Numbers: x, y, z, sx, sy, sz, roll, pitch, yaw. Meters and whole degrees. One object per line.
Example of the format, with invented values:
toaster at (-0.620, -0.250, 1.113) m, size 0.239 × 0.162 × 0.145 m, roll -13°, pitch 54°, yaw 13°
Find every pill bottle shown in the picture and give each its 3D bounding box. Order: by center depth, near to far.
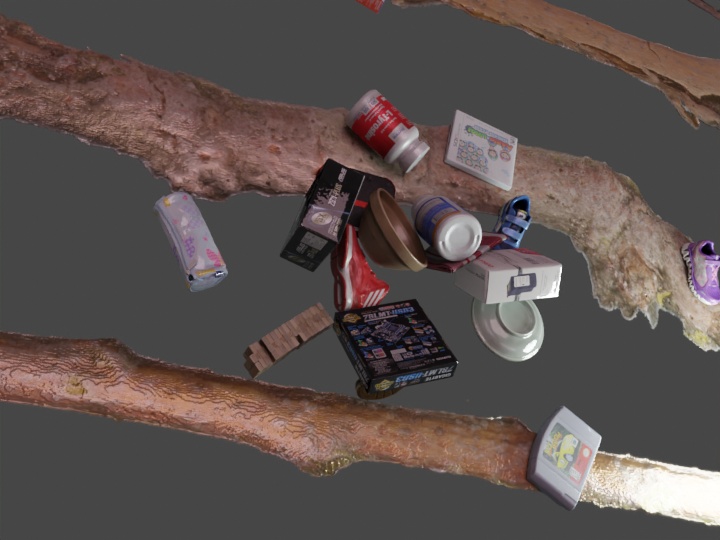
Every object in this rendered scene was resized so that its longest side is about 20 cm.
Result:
pill bottle at (0.187, -0.106, 1.469) m, size 0.112 × 0.112 × 0.200 m, roll 8°, pitch 19°, yaw -20°
pill bottle at (0.069, -0.339, 1.583) m, size 0.200 × 0.112 × 0.112 m, roll 43°, pitch 56°, yaw 2°

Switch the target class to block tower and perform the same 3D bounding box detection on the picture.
block tower at (-0.143, 0.135, 1.284) m, size 0.200 × 0.058 × 0.054 m, roll -32°, pitch 81°, yaw -34°

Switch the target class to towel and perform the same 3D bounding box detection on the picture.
towel at (0.228, -0.052, 1.500) m, size 0.200 × 0.144 × 0.023 m, roll -29°, pitch 117°, yaw -32°

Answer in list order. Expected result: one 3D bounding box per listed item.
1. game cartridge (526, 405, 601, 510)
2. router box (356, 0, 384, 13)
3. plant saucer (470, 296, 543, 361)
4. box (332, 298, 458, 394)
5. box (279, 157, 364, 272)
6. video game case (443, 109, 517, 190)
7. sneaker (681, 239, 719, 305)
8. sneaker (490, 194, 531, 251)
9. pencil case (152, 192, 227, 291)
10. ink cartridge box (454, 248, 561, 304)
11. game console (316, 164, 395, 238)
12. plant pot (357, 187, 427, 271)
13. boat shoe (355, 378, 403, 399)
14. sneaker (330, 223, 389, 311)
game cartridge at (0.447, 0.405, 1.419) m, size 0.133 × 0.041 × 0.200 m, roll 36°, pitch 56°, yaw 2°
router box at (0.012, -0.863, 1.861) m, size 0.179 × 0.049 × 0.200 m, roll 28°, pitch 57°, yaw -9°
plant saucer at (0.359, 0.113, 1.519) m, size 0.199 × 0.050 × 0.201 m, roll 10°, pitch 62°, yaw -19°
box at (0.068, 0.150, 1.321) m, size 0.199 × 0.050 × 0.199 m, roll -8°, pitch 40°, yaw -24°
box at (-0.083, -0.110, 1.335) m, size 0.086 × 0.200 × 0.164 m, roll 25°, pitch 68°, yaw -10°
video game case at (0.331, -0.328, 1.745) m, size 0.199 × 0.024 × 0.183 m, roll 22°, pitch 58°, yaw -13°
sneaker at (0.989, -0.003, 1.831) m, size 0.080 × 0.088 × 0.201 m, roll 7°, pitch 64°, yaw -22°
sneaker at (0.383, -0.110, 1.623) m, size 0.074 × 0.082 × 0.201 m, roll 25°, pitch 60°, yaw -12°
pencil case at (-0.341, -0.056, 1.277) m, size 0.091 × 0.083 × 0.201 m, roll -8°, pitch 66°, yaw -50°
ink cartridge box at (0.339, 0.009, 1.493) m, size 0.199 × 0.145 × 0.085 m, roll -4°, pitch 108°, yaw -21°
game console at (-0.013, -0.158, 1.510) m, size 0.199 × 0.031 × 0.178 m, roll 13°, pitch 67°, yaw -17°
plant pot at (0.058, -0.074, 1.417) m, size 0.201 × 0.093 × 0.201 m, roll 51°, pitch 19°, yaw -26°
boat shoe at (0.067, 0.207, 1.342) m, size 0.199 × 0.072 × 0.072 m, roll -19°, pitch 45°, yaw -26°
sneaker at (0.000, 0.000, 1.416) m, size 0.115 × 0.078 × 0.201 m, roll 10°, pitch 73°, yaw -28°
